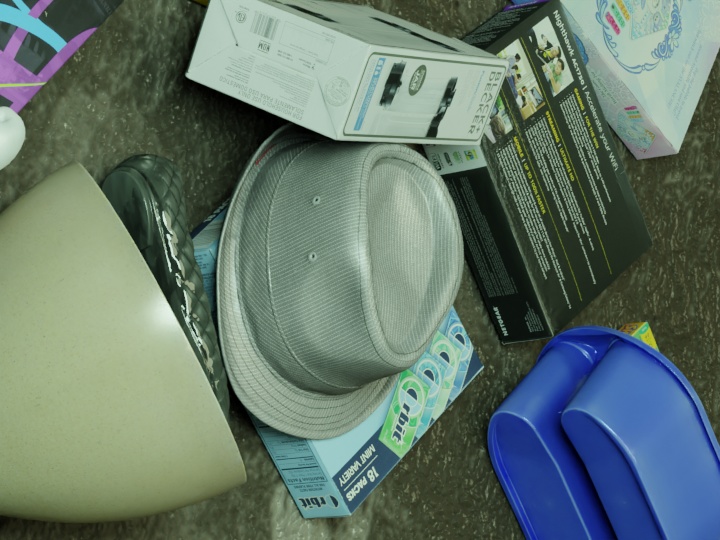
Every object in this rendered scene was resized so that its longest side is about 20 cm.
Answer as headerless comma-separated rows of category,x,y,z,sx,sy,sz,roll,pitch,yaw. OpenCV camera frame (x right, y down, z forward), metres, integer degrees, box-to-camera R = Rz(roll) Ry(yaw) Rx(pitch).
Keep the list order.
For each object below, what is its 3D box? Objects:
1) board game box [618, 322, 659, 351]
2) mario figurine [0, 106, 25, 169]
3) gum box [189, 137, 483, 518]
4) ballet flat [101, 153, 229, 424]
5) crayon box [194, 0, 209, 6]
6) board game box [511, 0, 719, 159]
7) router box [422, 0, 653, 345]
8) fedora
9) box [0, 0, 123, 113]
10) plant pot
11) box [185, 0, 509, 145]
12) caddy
board game box,0.211,0.147,2.005,0.096,0.030,0.200,-39,115,-43
mario figurine,-0.257,-0.051,1.460,0.123,0.106,0.200,14,94,-58
gum box,-0.019,0.028,1.753,0.170,0.045,0.200,-45,117,-42
ballet flat,-0.106,0.028,1.642,0.057,0.066,0.200,-17,97,-51
crayon box,-0.117,-0.282,1.682,0.173,0.058,0.200,20,70,-44
board game box,0.198,-0.221,2.034,0.199,0.043,0.200,47,52,-32
router box,0.118,-0.070,1.914,0.149,0.051,0.200,-38,112,-46
fedora,0.000,0.000,1.677,0.177,0.090,0.200,26,65,-42
box,-0.219,-0.159,1.529,0.200,0.036,0.143,-50,121,-21
plant pot,-0.168,0.058,1.501,0.134,0.200,0.200,-27,108,-9
box,-0.004,-0.124,1.698,0.200,0.117,0.060,-5,116,-64
caddy,0.179,0.134,1.884,0.105,0.141,0.200,-41,115,-40
